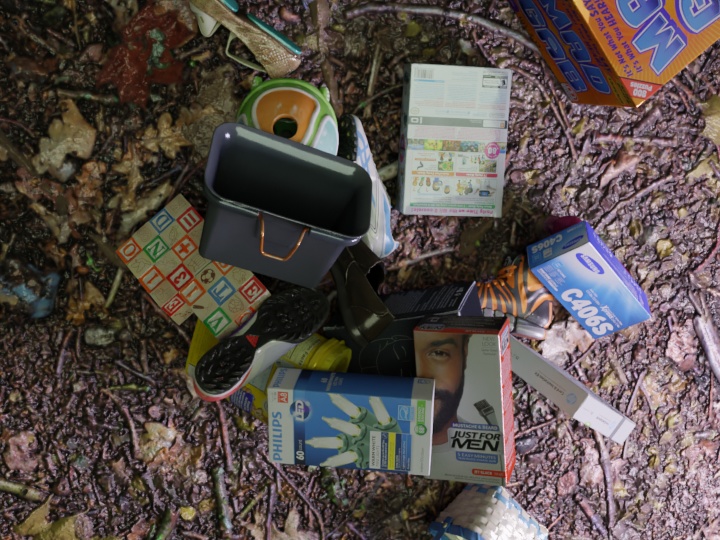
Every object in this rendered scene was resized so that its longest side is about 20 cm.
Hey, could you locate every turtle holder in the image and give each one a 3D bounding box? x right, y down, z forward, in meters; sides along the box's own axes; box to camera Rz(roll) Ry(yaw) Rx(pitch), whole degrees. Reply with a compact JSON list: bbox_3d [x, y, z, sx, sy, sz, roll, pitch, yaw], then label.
[{"bbox_3d":[-0.104,-0.147,1.140,0.139,0.133,0.186,22,125,-20],"label":"turtle holder"}]

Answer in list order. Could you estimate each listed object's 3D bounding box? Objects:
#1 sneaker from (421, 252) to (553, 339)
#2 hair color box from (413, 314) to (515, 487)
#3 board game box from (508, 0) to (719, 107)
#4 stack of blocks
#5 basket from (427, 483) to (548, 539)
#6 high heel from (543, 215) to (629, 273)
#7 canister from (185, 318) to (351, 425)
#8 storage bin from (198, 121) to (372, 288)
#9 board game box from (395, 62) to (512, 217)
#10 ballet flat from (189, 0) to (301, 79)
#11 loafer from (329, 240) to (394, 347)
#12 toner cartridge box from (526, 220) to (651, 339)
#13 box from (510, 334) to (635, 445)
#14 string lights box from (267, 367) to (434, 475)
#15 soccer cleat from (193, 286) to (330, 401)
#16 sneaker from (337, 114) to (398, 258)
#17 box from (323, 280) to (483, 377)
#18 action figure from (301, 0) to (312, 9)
[{"bbox_3d":[0.185,0.025,1.278,0.196,0.078,0.114,15,84,-8],"label":"sneaker"},{"bbox_3d":[0.130,0.160,1.094,0.109,0.064,0.204,1,107,21],"label":"hair color box"},{"bbox_3d":[0.341,-0.359,1.157,0.199,0.200,0.201,-39,106,-1],"label":"board game box"},{"bbox_3d":[-0.210,0.011,1.132,0.115,0.059,0.200,-42,63,-7],"label":"stack of blocks"},{"bbox_3d":[0.177,0.434,1.308,0.177,0.138,0.201,46,60,-16],"label":"basket"},{"bbox_3d":[0.351,-0.007,1.284,0.067,0.096,0.200,-43,106,0],"label":"high heel"},{"bbox_3d":[-0.126,0.123,1.172,0.198,0.086,0.151,28,114,17],"label":"canister"},{"bbox_3d":[-0.100,-0.057,1.049,0.197,0.147,0.135,15,138,-14],"label":"storage bin"},{"bbox_3d":[0.127,-0.179,1.223,0.145,0.064,0.204,2,100,-10],"label":"board game box"},{"bbox_3d":[-0.168,-0.316,1.139,0.199,0.071,0.065,38,107,-12],"label":"ballet flat"},{"bbox_3d":[0.000,0.000,1.150,0.070,0.073,0.203,-23,64,12],"label":"loafer"},{"bbox_3d":[0.327,0.018,1.258,0.094,0.044,0.200,-27,131,29],"label":"toner cartridge box"},{"bbox_3d":[0.285,0.166,1.232,0.041,0.155,0.199,-54,141,3],"label":"box"},{"bbox_3d":[-0.011,0.182,1.068,0.196,0.059,0.105,3,110,7],"label":"string lights box"},{"bbox_3d":[-0.123,0.089,1.084,0.199,0.073,0.068,-37,83,-25],"label":"soccer cleat"},{"bbox_3d":[0.005,-0.115,1.217,0.072,0.071,0.204,-18,101,-37],"label":"sneaker"},{"bbox_3d":[0.076,0.138,1.208,0.193,0.124,0.204,-9,105,21],"label":"box"},{"bbox_3d":[-0.068,-0.414,1.120,0.190,0.105,0.204,-15,79,-2],"label":"action figure"}]
